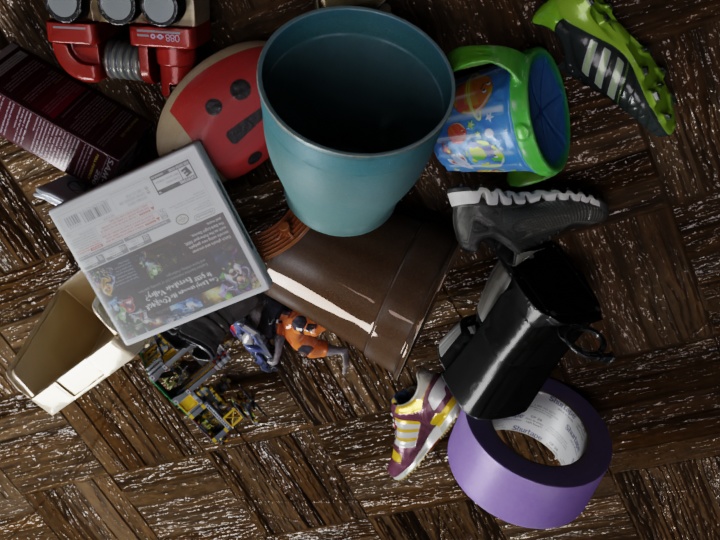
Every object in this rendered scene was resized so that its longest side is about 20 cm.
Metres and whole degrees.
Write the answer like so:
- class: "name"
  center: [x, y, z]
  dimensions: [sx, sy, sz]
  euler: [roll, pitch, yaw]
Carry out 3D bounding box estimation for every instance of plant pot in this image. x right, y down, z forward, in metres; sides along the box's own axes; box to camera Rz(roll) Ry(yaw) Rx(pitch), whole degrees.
- class: "plant pot"
  center: [-0.014, -0.143, 1.050]
  dimensions: [0.199, 0.201, 0.188]
  euler: [16, 148, 3]
- class: "plant pot"
  center: [0.000, 0.000, 1.195]
  dimensions: [0.197, 0.200, 0.201]
  euler: [26, 127, 5]

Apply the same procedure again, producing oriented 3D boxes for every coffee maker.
- class: "coffee maker"
  center: [0.191, 0.092, 1.201]
  dimensions: [0.134, 0.193, 0.201]
  euler: [13, 130, -15]

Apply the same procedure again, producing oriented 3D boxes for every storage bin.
- class: "storage bin"
  center: [-0.354, 0.067, 1.318]
  dimensions: [0.200, 0.199, 0.094]
  euler: [-33, 115, 30]

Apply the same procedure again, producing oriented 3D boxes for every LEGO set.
- class: "LEGO set"
  center: [-0.215, 0.137, 1.377]
  dimensions: [0.116, 0.154, 0.200]
  euler: [-40, 108, -4]

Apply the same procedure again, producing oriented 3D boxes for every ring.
- class: "ring"
  center: [-0.137, -0.097, 1.157]
  dimensions: [0.199, 0.202, 0.019]
  euler: [1, 152, 14]

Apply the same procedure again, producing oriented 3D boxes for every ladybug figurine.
- class: "ladybug figurine"
  center: [-0.139, -0.174, 1.106]
  dimensions: [0.200, 0.072, 0.136]
  euler: [-44, 124, -2]

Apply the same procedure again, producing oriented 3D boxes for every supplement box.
- class: "supplement box"
  center: [-0.370, -0.187, 1.201]
  dimensions: [0.199, 0.109, 0.061]
  euler: [30, 125, -6]

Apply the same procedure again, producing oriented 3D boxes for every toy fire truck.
- class: "toy fire truck"
  center: [-0.256, -0.242, 1.142]
  dimensions: [0.175, 0.129, 0.201]
  euler: [6, 115, 11]

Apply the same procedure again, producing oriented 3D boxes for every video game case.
- class: "video game case"
  center: [-0.225, -0.027, 1.107]
  dimensions: [0.199, 0.023, 0.183]
  euler: [-21, 107, 17]

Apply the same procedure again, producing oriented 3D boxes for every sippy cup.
- class: "sippy cup"
  center: [0.148, -0.165, 1.079]
  dimensions: [0.130, 0.140, 0.179]
  euler: [-6, 107, 31]

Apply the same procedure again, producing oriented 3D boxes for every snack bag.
- class: "snack bag"
  center: [-0.277, -0.071, 1.211]
  dimensions: [0.199, 0.189, 0.021]
  euler: [26, 105, -2]

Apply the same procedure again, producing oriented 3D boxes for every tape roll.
- class: "tape roll"
  center: [0.220, 0.230, 1.283]
  dimensions: [0.199, 0.200, 0.085]
  euler: [17, 127, 2]

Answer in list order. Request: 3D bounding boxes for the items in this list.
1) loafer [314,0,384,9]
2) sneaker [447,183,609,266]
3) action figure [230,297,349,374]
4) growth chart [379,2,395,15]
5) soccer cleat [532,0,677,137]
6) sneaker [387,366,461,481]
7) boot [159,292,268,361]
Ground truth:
- class: "loafer"
  center: [0.017, -0.328, 1.026]
  dimensions: [0.076, 0.067, 0.200]
  euler: [43, 120, -6]
- class: "sneaker"
  center: [0.194, -0.050, 1.137]
  dimensions: [0.199, 0.066, 0.091]
  euler: [1, 87, -17]
- class: "action figure"
  center: [-0.102, 0.079, 1.344]
  dimensions: [0.192, 0.105, 0.200]
  euler: [17, 159, 5]
- class: "growth chart"
  center: [-0.017, -0.225, 1.141]
  dimensions: [0.199, 0.018, 0.145]
  euler: [-22, 115, 27]
- class: "soccer cleat"
  center: [0.265, -0.219, 1.052]
  dimensions: [0.200, 0.068, 0.081]
  euler: [48, 137, -16]
- class: "sneaker"
  center: [0.076, 0.216, 1.398]
  dimensions: [0.090, 0.075, 0.200]
  euler: [38, 126, 8]
- class: "boot"
  center: [-0.223, 0.026, 1.255]
  dimensions: [0.199, 0.132, 0.070]
  euler: [26, 154, 39]
